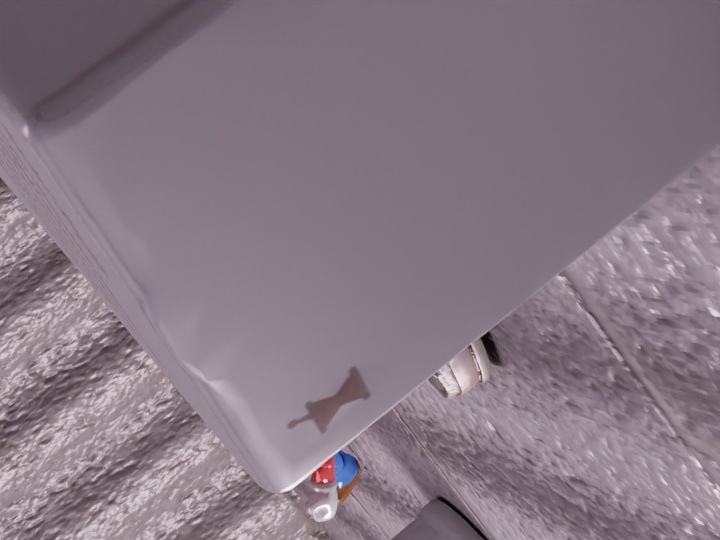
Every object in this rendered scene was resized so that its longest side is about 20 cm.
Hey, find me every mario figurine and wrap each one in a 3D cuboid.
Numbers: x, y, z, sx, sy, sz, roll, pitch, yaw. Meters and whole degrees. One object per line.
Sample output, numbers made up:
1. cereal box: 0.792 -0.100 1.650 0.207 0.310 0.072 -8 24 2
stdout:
1. mario figurine: -0.076 0.150 1.903 0.123 0.106 0.200 9 160 23

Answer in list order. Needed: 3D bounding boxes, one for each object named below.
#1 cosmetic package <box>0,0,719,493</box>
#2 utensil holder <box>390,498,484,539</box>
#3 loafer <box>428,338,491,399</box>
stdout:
1. cosmetic package: -0.035 -0.091 0.545 0.200 0.166 0.167 47 170 33
2. utensil holder: 0.034 0.298 1.653 0.170 0.200 0.170 50 170 12
3. loafer: 0.000 0.000 1.065 0.072 0.063 0.200 41 166 47
